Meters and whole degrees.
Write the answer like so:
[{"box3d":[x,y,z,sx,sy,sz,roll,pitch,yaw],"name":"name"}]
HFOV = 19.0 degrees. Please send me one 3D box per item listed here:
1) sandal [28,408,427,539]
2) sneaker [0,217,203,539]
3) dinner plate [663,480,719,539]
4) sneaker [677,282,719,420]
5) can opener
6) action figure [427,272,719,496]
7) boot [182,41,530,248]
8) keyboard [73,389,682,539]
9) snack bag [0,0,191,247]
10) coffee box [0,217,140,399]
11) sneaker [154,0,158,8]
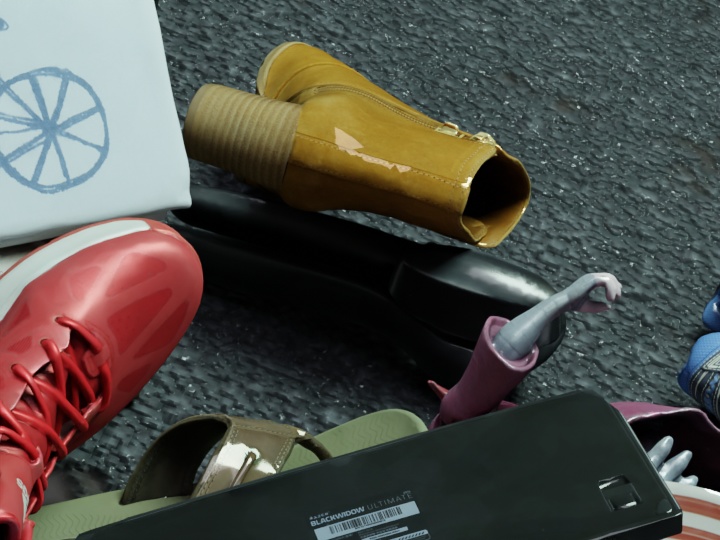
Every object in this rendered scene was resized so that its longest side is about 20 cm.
[{"box3d":[-0.062,0.088,0.807,0.199,0.058,0.080,-13,30,-17],"name":"sandal"},{"box3d":[-0.116,0.063,0.767,0.200,0.079,0.115,-42,32,-17],"name":"sneaker"},{"box3d":[0.104,0.161,0.701,0.198,0.024,0.201,7,56,-10],"name":"dinner plate"},{"box3d":[0.216,0.016,1.044,0.085,0.077,0.200,28,37,18],"name":"sneaker"},{"box3d":[0.000,0.000,0.980,0.199,0.079,0.063,18,40,15],"name":"can opener"},{"box3d":[0.078,0.091,0.862,0.149,0.135,0.199,-39,27,-25],"name":"action figure"},{"box3d":[0.011,-0.052,0.996,0.143,0.071,0.201,18,12,10],"name":"boot"},{"box3d":[0.010,0.103,0.692,0.198,0.021,0.127,-16,37,-9],"name":"keyboard"},{"box3d":[-0.164,-0.106,0.829,0.187,0.202,0.021,-12,3,-33],"name":"snack bag"},{"box3d":[-0.189,0.015,0.859,0.199,0.080,0.113,-18,50,-39],"name":"coffee box"},{"box3d":[-0.173,-0.108,1.038,0.199,0.082,0.073,-30,66,-23],"name":"sneaker"}]
